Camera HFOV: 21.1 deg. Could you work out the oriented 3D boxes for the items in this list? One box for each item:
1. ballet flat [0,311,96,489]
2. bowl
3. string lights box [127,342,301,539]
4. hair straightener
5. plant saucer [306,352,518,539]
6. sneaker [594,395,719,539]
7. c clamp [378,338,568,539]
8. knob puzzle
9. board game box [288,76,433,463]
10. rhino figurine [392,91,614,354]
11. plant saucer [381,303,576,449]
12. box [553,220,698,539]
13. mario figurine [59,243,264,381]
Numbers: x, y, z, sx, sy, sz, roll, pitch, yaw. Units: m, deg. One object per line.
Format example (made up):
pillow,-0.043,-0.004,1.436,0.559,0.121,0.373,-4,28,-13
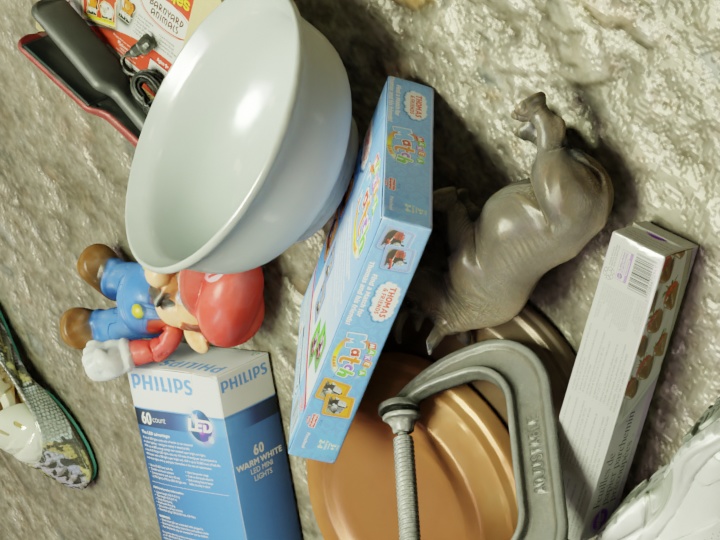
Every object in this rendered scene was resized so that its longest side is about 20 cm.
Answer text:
ballet flat,-0.300,0.108,1.621,0.200,0.072,0.072,55,136,12
bowl,-0.064,-0.077,1.260,0.201,0.090,0.201,-37,40,40
string lights box,-0.106,0.161,1.457,0.103,0.059,0.200,5,110,43
hair straightener,-0.164,-0.127,1.364,0.200,0.041,0.077,47,134,20
plant saucer,0.032,0.155,1.295,0.200,0.037,0.201,19,119,39
sneaker,0.220,0.135,1.126,0.099,0.078,0.200,41,136,9
c clamp,0.048,0.140,1.187,0.171,0.027,0.200,-15,58,30
knob puzzle,-0.150,-0.214,1.366,0.219,0.030,0.220,20,120,39
board game box,0.000,0.000,1.233,0.037,0.151,0.200,14,128,-9
rhino figurine,0.078,-0.014,1.187,0.088,0.060,0.200,53,125,15
plant saucer,0.074,0.102,1.279,0.200,0.029,0.201,20,121,38
box,0.151,0.068,1.163,0.041,0.039,0.200,29,118,34
mario figurine,-0.154,0.009,1.410,0.200,0.106,0.124,-7,100,47
